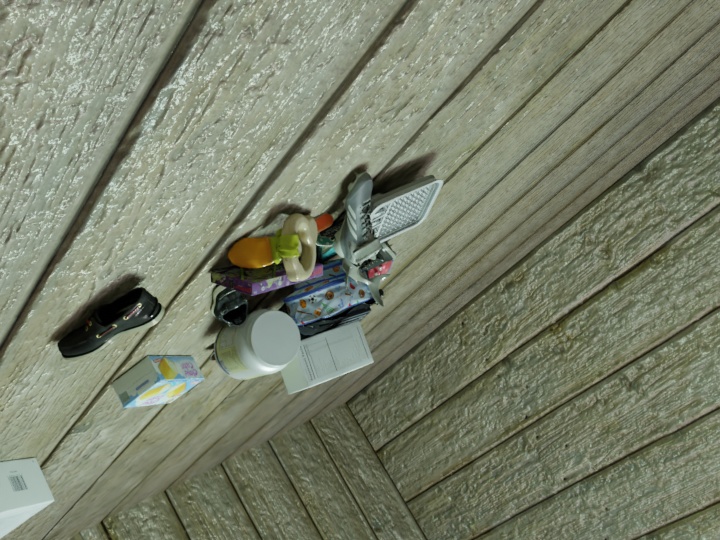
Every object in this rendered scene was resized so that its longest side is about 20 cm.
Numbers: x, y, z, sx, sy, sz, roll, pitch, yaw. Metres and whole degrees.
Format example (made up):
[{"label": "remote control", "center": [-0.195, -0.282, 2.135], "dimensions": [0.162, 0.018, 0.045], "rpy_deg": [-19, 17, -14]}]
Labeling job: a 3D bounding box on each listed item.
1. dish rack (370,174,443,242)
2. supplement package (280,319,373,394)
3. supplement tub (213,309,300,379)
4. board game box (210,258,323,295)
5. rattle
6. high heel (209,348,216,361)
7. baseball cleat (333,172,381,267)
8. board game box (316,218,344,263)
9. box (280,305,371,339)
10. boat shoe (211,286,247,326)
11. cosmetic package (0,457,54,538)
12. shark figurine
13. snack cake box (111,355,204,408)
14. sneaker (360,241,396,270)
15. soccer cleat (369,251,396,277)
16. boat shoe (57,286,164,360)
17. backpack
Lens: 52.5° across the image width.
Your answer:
[{"label": "dish rack", "center": [0.075, -0.130, 1.572], "dimensions": [0.198, 0.044, 0.172], "rpy_deg": [-25, 156, -27]}, {"label": "supplement package", "center": [-0.089, 0.209, 1.767], "dimensions": [0.198, 0.115, 0.109], "rpy_deg": [-15, 172, -37]}, {"label": "supplement tub", "center": [-0.236, 0.168, 1.666], "dimensions": [0.144, 0.147, 0.199], "rpy_deg": [-22, 180, -36]}, {"label": "board game box", "center": [-0.182, 0.005, 1.439], "dimensions": [0.119, 0.033, 0.199], "rpy_deg": [9, -164, 38]}, {"label": "rattle", "center": [-0.144, -0.053, 1.423], "dimensions": [0.142, 0.131, 0.201], "rpy_deg": [-20, -157, 23]}, {"label": "high heel", "center": [-0.281, 0.171, 1.805], "dimensions": [0.199, 0.072, 0.142], "rpy_deg": [-35, 175, 42]}, {"label": "baseball cleat", "center": [0.009, -0.095, 1.439], "dimensions": [0.070, 0.106, 0.201], "rpy_deg": [-35, 153, -40]}, {"label": "board game box", "center": [-0.009, -0.094, 1.637], "dimensions": [0.199, 0.028, 0.135], "rpy_deg": [-30, 165, -16]}, {"label": "box", "center": [-0.113, 0.129, 1.937], "dimensions": [0.199, 0.124, 0.198], "rpy_deg": [-14, 156, -50]}, {"label": "boat shoe", "center": [-0.274, 0.086, 1.568], "dimensions": [0.074, 0.066, 0.200], "rpy_deg": [-29, 165, -22]}, {"label": "cosmetic package", "center": [-0.858, 0.542, 1.669], "dimensions": [0.199, 0.124, 0.199], "rpy_deg": [-34, 165, 6]}, {"label": "shark figurine", "center": [-0.010, 0.008, 1.583], "dimensions": [0.126, 0.090, 0.215], "rpy_deg": [3, 152, 11]}, {"label": "snack cake box", "center": [-0.468, 0.257, 1.701], "dimensions": [0.115, 0.068, 0.200], "rpy_deg": [-37, 165, 10]}, {"label": "sneaker", "center": [0.025, -0.032, 1.787], "dimensions": [0.106, 0.075, 0.200], "rpy_deg": [-32, 173, -3]}, {"label": "soccer cleat", "center": [0.037, 0.014, 2.018], "dimensions": [0.076, 0.067, 0.200], "rpy_deg": [-28, 162, -36]}, {"label": "boat shoe", "center": [-0.437, 0.089, 1.252], "dimensions": [0.200, 0.074, 0.063], "rpy_deg": [-25, 128, 9]}, {"label": "backpack", "center": [-0.081, 0.059, 1.687], "dimensions": [0.199, 0.155, 0.190], "rpy_deg": [-27, -178, 41]}]
